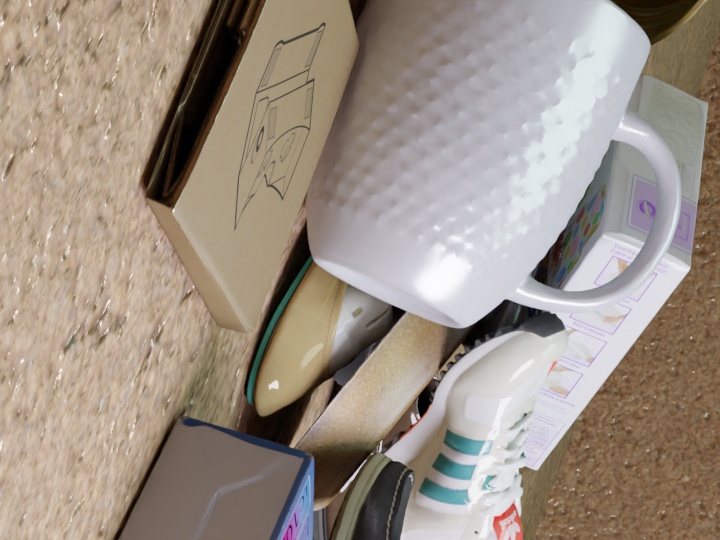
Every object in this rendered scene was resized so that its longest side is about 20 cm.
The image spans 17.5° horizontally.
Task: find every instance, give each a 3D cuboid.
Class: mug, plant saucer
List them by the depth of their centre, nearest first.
[{"bbox_3d":[0.073,-0.056,1.221,0.176,0.199,0.148,-65,-174,-6],"label":"mug"},{"bbox_3d":[0.012,0.071,1.344,0.200,0.035,0.200,-51,177,-3],"label":"plant saucer"}]

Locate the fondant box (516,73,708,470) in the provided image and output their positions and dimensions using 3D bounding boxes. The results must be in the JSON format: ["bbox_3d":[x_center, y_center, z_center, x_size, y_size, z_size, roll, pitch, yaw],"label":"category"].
[{"bbox_3d":[0.130,0.001,1.377,0.145,0.058,0.200,-76,-169,-45],"label":"fondant box"}]

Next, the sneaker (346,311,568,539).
[{"bbox_3d":[0.073,0.107,1.310,0.070,0.094,0.200,-19,155,-46],"label":"sneaker"}]

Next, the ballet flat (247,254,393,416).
[{"bbox_3d":[0.000,0.000,1.297,0.069,0.063,0.201,89,22,-58],"label":"ballet flat"}]

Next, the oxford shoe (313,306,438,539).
[{"bbox_3d":[0.016,0.116,1.512,0.073,0.084,0.201,-53,160,-64],"label":"oxford shoe"}]

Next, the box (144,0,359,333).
[{"bbox_3d":[-0.045,-0.071,1.067,0.200,0.021,0.164,73,36,-73],"label":"box"}]

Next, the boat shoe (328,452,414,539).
[{"bbox_3d":[0.005,0.186,1.223,0.072,0.066,0.201,94,12,-47],"label":"boat shoe"}]

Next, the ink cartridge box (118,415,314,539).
[{"bbox_3d":[-0.079,0.185,1.170,0.200,0.076,0.137,94,17,-56],"label":"ink cartridge box"}]

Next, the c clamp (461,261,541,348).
[{"bbox_3d":[0.093,-0.029,1.402,0.200,0.027,0.172,-100,-146,-76],"label":"c clamp"}]

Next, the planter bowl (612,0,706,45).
[{"bbox_3d":[0.183,-0.234,1.448,0.083,0.200,0.201,-3,115,-43],"label":"planter bowl"}]
